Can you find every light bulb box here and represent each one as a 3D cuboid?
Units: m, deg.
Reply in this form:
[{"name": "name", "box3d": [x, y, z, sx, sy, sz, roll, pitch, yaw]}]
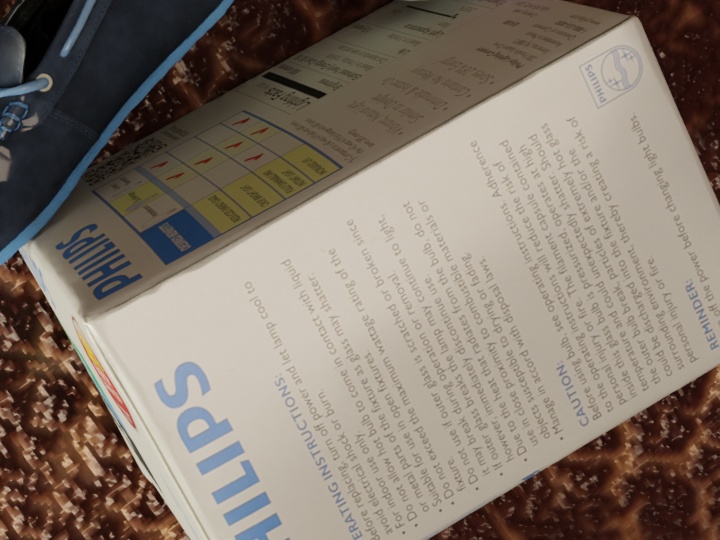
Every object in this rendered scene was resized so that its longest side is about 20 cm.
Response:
[{"name": "light bulb box", "box3d": [0.000, 0.000, 0.809, 0.199, 0.198, 0.125, -30, 107, -9]}]

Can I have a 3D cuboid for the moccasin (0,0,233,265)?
[{"name": "moccasin", "box3d": [-0.126, -0.070, 0.819, 0.200, 0.080, 0.068, -53, 128, -18]}]
